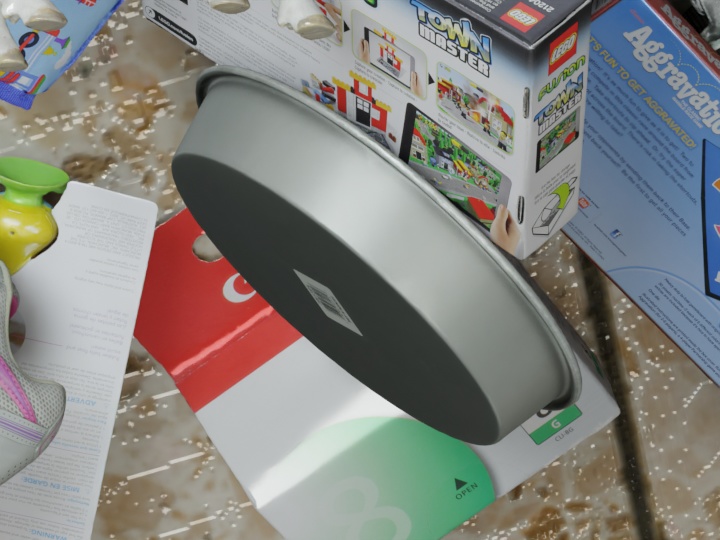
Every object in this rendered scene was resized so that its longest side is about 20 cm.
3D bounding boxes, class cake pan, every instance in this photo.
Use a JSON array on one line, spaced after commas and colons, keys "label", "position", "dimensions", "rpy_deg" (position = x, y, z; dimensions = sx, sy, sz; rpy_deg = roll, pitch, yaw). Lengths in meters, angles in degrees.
[{"label": "cake pan", "position": [0.000, 0.000, 1.005], "dimensions": [0.037, 0.200, 0.200], "rpy_deg": [-49, 121, -14]}]

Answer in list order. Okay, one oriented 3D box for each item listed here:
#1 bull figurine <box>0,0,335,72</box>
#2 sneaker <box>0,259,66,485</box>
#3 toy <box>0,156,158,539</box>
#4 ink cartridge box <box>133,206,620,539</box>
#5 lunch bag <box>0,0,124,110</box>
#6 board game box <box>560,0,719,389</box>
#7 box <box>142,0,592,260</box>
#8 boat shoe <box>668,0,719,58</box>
[{"label": "bull figurine", "position": [-0.064, -0.141, 0.871], "dimensions": [0.199, 0.122, 0.065], "rpy_deg": [-6, 166, 19]}, {"label": "sneaker", "position": [-0.191, 0.012, 1.030], "dimensions": [0.088, 0.200, 0.081], "rpy_deg": [-26, 171, -30]}, {"label": "toy", "position": [-0.160, 0.044, 1.099], "dimensions": [0.115, 0.047, 0.201], "rpy_deg": [14, 113, 0]}, {"label": "ink cartridge box", "position": [-0.001, 0.037, 1.130], "dimensions": [0.161, 0.050, 0.200], "rpy_deg": [-35, 122, 10]}, {"label": "lunch bag", "position": [-0.154, -0.157, 0.977], "dimensions": [0.200, 0.094, 0.151], "rpy_deg": [26, 111, -37]}, {"label": "board game box", "position": [0.143, -0.028, 1.061], "dimensions": [0.103, 0.019, 0.200], "rpy_deg": [-34, 113, 31]}, {"label": "box", "position": [-0.004, -0.097, 0.931], "dimensions": [0.035, 0.200, 0.110], "rpy_deg": [-40, 149, -29]}, {"label": "boat shoe", "position": [0.153, -0.117, 1.044], "dimensions": [0.071, 0.072, 0.200], "rpy_deg": [20, 120, -39]}]
